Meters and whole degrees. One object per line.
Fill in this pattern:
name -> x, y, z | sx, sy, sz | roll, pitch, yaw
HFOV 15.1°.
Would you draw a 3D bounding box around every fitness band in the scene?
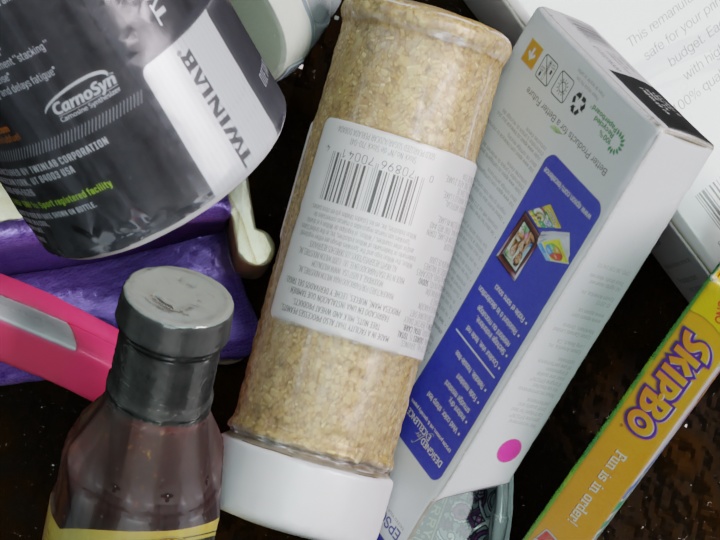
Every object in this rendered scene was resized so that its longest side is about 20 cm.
fitness band -> -0.149, 0.074, 1.035 | 0.199, 0.037, 0.144 | 28, 110, -30

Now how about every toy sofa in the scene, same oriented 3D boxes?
toy sofa -> -0.134, -0.001, 1.075 | 0.199, 0.083, 0.098 | -8, 85, -5

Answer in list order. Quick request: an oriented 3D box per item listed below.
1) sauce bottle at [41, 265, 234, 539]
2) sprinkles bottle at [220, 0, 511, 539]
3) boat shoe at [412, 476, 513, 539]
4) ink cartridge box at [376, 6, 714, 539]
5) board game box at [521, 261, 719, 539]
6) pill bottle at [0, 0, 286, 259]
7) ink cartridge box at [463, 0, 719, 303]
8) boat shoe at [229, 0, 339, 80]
sauce bottle -> -0.085, 0.093, 0.996 | 0.066, 0.066, 0.201 | 10, 121, -3
sprinkles bottle -> 0.000, 0.000, 1.024 | 0.068, 0.068, 0.201 | 16, 90, -3
boat shoe -> 0.013, 0.147, 1.080 | 0.070, 0.072, 0.202 | 16, 84, -3
ink cartridge box -> 0.051, 0.008, 1.038 | 0.037, 0.095, 0.201 | 17, 113, -38
board game box -> 0.115, 0.046, 1.030 | 0.030, 0.096, 0.201 | 34, 125, 8
pill bottle -> -0.116, -0.111, 0.957 | 0.106, 0.106, 0.201 | -33, 114, -6
ink cartridge box -> 0.157, -0.084, 1.102 | 0.146, 0.083, 0.200 | -37, 89, -6
boat shoe -> -0.066, -0.170, 1.025 | 0.070, 0.072, 0.202 | -9, 116, 36
